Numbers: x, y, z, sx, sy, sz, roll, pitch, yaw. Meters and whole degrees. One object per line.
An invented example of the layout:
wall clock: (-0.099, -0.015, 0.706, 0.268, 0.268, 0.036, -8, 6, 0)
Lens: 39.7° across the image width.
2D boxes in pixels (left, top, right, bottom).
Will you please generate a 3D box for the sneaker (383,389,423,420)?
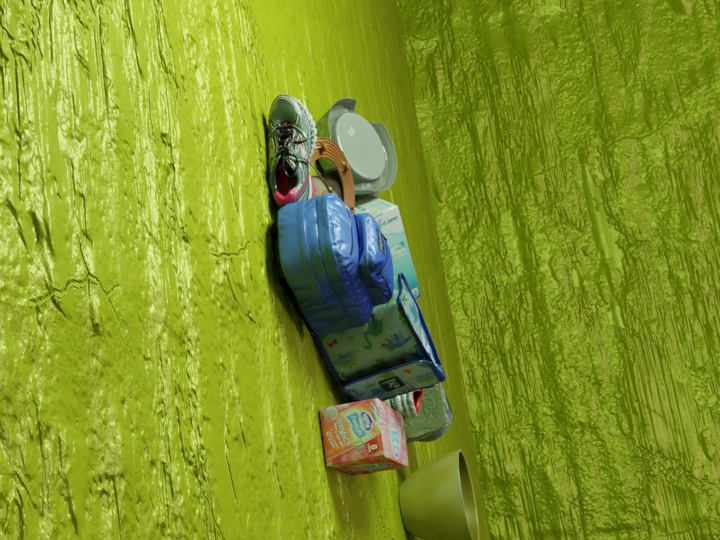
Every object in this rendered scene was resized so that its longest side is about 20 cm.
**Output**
sneaker: (0.061, 0.198, 1.857, 0.068, 0.107, 0.203, 67, 15, -45)

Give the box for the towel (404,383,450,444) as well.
towel: (0.100, 0.260, 2.061, 0.036, 0.147, 0.202, -152, -135, -69)

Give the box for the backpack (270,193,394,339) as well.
backpack: (-0.044, -0.025, 1.546, 0.200, 0.166, 0.164, 59, 15, -49)

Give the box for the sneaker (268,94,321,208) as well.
sneaker: (-0.111, -0.189, 1.592, 0.075, 0.080, 0.202, 38, 42, -70)

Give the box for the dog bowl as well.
dog bowl: (-0.013, -0.241, 1.995, 0.199, 0.058, 0.202, 27, 51, -40)

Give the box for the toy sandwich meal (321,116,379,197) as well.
toy sandwich meal: (-0.027, -0.234, 2.080, 0.204, 0.070, 0.207, 27, 52, -40)

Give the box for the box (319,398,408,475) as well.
box: (0.010, 0.279, 1.656, 0.200, 0.102, 0.096, 50, 29, -69)

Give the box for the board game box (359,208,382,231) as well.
board game box: (0.000, 0.000, 1.855, 0.134, 0.034, 0.202, -35, 130, -61)

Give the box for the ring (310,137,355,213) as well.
ring: (-0.058, -0.136, 1.774, 0.200, 0.019, 0.203, 2, 88, -59)

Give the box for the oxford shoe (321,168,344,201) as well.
oxford shoe: (-0.047, -0.084, 1.879, 0.085, 0.072, 0.201, -60, 137, -50)

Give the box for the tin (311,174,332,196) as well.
tin: (-0.069, -0.073, 1.697, 0.112, 0.042, 0.201, -63, 141, -36)

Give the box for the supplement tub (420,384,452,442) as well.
supplement tub: (0.126, 0.283, 2.193, 0.201, 0.121, 0.123, 64, 18, -51)

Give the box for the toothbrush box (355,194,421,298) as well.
toothbrush box: (0.033, -0.039, 2.004, 0.146, 0.085, 0.202, 29, -40, 62)

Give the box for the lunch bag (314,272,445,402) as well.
lunch bag: (0.034, 0.134, 1.703, 0.128, 0.169, 0.201, -82, 149, -59)

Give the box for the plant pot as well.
plant pot: (0.161, 0.489, 2.099, 0.200, 0.141, 0.202, -11, 90, -79)

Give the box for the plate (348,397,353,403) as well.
plate: (0.002, 0.230, 1.868, 0.200, 0.025, 0.202, -11, 90, -79)
